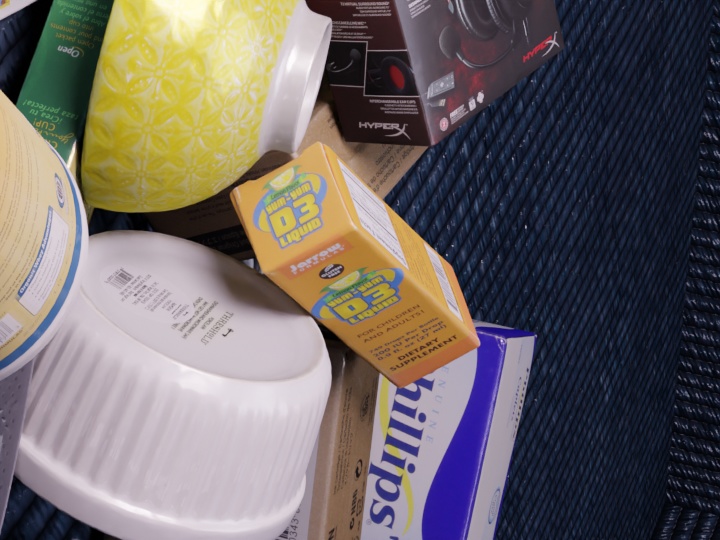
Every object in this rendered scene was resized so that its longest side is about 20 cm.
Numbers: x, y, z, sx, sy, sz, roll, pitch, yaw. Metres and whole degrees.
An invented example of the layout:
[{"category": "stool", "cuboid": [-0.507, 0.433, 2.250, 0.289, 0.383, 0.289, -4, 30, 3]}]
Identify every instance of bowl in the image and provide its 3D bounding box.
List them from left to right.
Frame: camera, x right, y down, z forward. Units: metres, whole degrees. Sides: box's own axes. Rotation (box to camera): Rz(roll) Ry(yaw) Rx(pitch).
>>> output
[{"category": "bowl", "cuboid": [-0.077, -0.119, 1.418, 0.200, 0.107, 0.202, 16, 90, -86]}]

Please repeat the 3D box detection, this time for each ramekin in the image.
[{"category": "ramekin", "cuboid": [-0.111, 0.063, 1.441, 0.106, 0.199, 0.200, -65, 170, 24]}]

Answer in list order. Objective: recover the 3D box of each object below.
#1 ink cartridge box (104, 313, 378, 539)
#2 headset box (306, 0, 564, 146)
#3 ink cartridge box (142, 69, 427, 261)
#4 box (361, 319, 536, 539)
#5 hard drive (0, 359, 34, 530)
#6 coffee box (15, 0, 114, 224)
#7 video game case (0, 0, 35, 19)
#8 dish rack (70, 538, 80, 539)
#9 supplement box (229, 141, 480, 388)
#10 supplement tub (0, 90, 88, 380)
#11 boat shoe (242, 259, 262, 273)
[{"category": "ink cartridge box", "cuboid": [-0.079, 0.115, 1.657, 0.075, 0.164, 0.201, -35, 134, -62]}, {"category": "headset box", "cuboid": [0.035, -0.197, 1.514, 0.148, 0.075, 0.201, -37, 121, -41]}, {"category": "ink cartridge box", "cuboid": [-0.029, -0.093, 1.628, 0.075, 0.164, 0.200, 56, 51, -19]}, {"category": "box", "cuboid": [0.017, 0.117, 1.952, 0.105, 0.199, 0.185, 7, 95, -73]}, {"category": "hard drive", "cuboid": [-0.230, 0.081, 1.326, 0.135, 0.042, 0.201, 3, 99, -62]}, {"category": "coffee box", "cuboid": [-0.151, -0.131, 1.438, 0.123, 0.044, 0.201, 97, 10, -73]}, {"category": "video game case", "cuboid": [-0.196, -0.224, 1.299, 0.182, 0.023, 0.201, -46, 145, -62]}, {"category": "dish rack", "cuboid": [-0.211, 0.278, 1.572, 0.172, 0.043, 0.201, 72, 34, -59]}, {"category": "supplement box", "cuboid": [0.000, 0.000, 1.496, 0.200, 0.066, 0.069, 42, 23, -55]}, {"category": "supplement tub", "cuboid": [-0.217, -0.035, 1.139, 0.200, 0.144, 0.146, 57, 47, -68]}, {"category": "boat shoe", "cuboid": [-0.067, -0.078, 1.755, 0.070, 0.071, 0.202, 64, 41, -65]}]
